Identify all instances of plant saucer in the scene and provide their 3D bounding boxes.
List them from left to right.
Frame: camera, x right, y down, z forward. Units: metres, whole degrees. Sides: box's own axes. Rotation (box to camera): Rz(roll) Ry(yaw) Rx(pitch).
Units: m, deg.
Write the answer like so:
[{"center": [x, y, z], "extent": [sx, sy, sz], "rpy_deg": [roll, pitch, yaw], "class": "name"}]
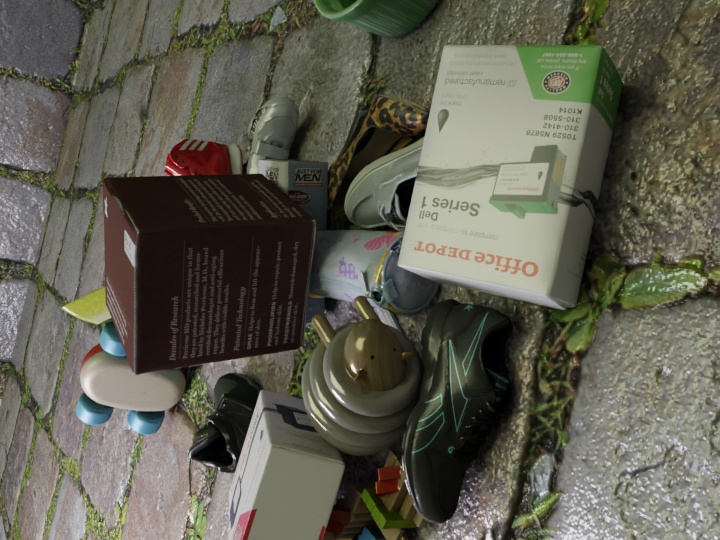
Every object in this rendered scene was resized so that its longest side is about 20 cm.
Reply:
[{"center": [-0.361, 0.032, 1.142], "extent": [0.197, 0.200, 0.049], "rpy_deg": [-24, 91, 7], "class": "plant saucer"}]

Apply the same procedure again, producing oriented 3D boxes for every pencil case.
[{"center": [0.000, 0.000, 0.770], "extent": [0.091, 0.084, 0.199], "rpy_deg": [-47, 28, -22], "class": "pencil case"}]

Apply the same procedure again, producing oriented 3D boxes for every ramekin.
[{"center": [0.033, -0.392, 0.840], "extent": [0.199, 0.097, 0.204], "rpy_deg": [-21, 63, 49], "class": "ramekin"}]

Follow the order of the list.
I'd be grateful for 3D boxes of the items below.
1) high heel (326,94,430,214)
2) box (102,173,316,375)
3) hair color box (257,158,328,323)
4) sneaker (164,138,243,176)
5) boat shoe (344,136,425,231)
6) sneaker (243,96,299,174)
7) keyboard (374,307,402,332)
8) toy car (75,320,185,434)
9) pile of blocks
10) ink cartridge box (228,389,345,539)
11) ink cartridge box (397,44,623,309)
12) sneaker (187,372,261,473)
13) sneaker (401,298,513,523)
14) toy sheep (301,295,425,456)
[{"center": [0.019, -0.125, 0.793], "extent": [0.200, 0.070, 0.145], "rpy_deg": [25, 97, 67], "class": "high heel"}, {"center": [-0.177, -0.006, 0.781], "extent": [0.166, 0.197, 0.167], "rpy_deg": [42, 130, 50], "class": "box"}, {"center": [-0.091, -0.041, 0.885], "extent": [0.099, 0.060, 0.204], "rpy_deg": [18, 109, 57], "class": "hair color box"}, {"center": [-0.224, -0.107, 0.970], "extent": [0.079, 0.114, 0.202], "rpy_deg": [-56, 38, 39], "class": "sneaker"}, {"center": [0.048, -0.085, 0.734], "extent": [0.200, 0.070, 0.072], "rpy_deg": [-28, 36, 43], "class": "boat shoe"}, {"center": [-0.134, -0.149, 1.014], "extent": [0.201, 0.074, 0.116], "rpy_deg": [-58, 40, 32], "class": "sneaker"}, {"center": [0.045, 0.120, 0.735], "extent": [0.057, 0.011, 0.201], "rpy_deg": [-53, 42, 29], "class": "keyboard"}, {"center": [-0.401, 0.149, 1.217], "extent": [0.186, 0.175, 0.201], "rpy_deg": [-63, 26, 22], "class": "toy car"}, {"center": [0.002, 0.260, 0.701], "extent": [0.201, 0.061, 0.083], "rpy_deg": [-51, 43, 35], "class": "pile of blocks"}, {"center": [-0.089, 0.235, 0.757], "extent": [0.200, 0.083, 0.147], "rpy_deg": [-153, 81, -78], "class": "ink cartridge box"}, {"center": [0.128, -0.081, 0.589], "extent": [0.144, 0.084, 0.204], "rpy_deg": [11, 88, 32], "class": "ink cartridge box"}, {"center": [-0.186, 0.204, 0.940], "extent": [0.077, 0.113, 0.200], "rpy_deg": [-60, 37, 18], "class": "sneaker"}, {"center": [0.090, 0.127, 0.615], "extent": [0.078, 0.075, 0.204], "rpy_deg": [2, 81, 37], "class": "sneaker"}, {"center": [0.001, 0.117, 0.685], "extent": [0.201, 0.135, 0.139], "rpy_deg": [98, 160, -53], "class": "toy sheep"}]
